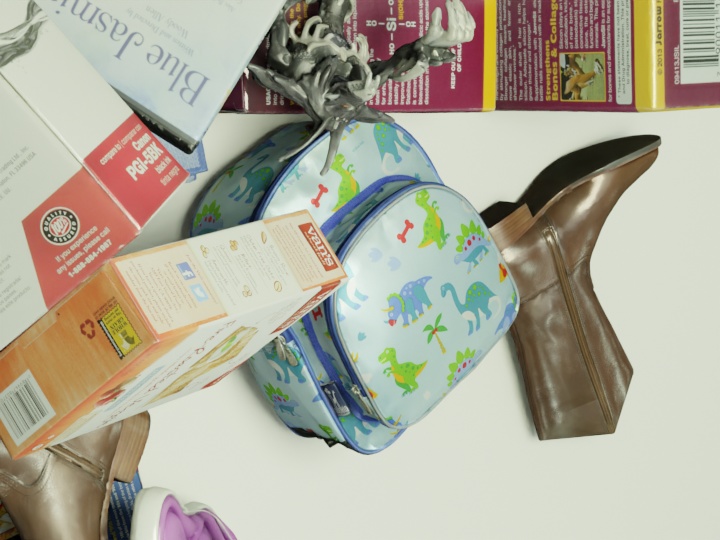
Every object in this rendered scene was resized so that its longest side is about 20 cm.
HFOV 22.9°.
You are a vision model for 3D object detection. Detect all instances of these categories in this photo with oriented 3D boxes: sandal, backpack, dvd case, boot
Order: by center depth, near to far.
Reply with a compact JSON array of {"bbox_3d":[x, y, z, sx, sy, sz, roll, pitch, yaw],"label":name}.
[{"bbox_3d":[-0.105,-0.183,0.992,0.142,0.018,0.201,32,72,-9],"label":"dvd case"},{"bbox_3d":[-0.236,0.123,1.044,0.200,0.064,0.187,30,63,-33],"label":"boot"},{"bbox_3d":[-0.102,0.187,1.140,0.203,0.050,0.083,53,40,-74],"label":"sandal"},{"bbox_3d":[0.000,0.000,1.198,0.183,0.147,0.200,-43,113,-25],"label":"backpack"},{"bbox_3d":[0.184,0.016,1.370,0.186,0.064,0.201,-30,108,-13],"label":"boot"}]

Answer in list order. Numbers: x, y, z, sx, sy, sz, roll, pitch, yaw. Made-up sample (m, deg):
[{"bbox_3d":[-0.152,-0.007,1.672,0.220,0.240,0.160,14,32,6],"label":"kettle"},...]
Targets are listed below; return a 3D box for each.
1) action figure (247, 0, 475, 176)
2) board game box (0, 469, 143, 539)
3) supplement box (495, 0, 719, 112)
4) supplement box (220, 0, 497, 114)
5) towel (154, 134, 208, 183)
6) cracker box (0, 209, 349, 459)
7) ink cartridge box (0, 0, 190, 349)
[{"bbox_3d":[-0.001,-0.161,1.073,0.118,0.102,0.201,14,79,-33],"label":"action figure"},{"bbox_3d":[-0.216,0.228,1.141,0.199,0.046,0.152,-23,108,-29],"label":"board game box"},{"bbox_3d":[0.176,-0.179,1.259,0.103,0.200,0.132,-7,100,-33],"label":"supplement box"},{"bbox_3d":[-0.019,-0.148,1.187,0.199,0.110,0.086,-4,97,-33],"label":"supplement box"},{"bbox_3d":[-0.188,-0.103,1.055,0.199,0.024,0.148,-17,102,-34],"label":"towel"},{"bbox_3d":[-0.113,0.034,1.042,0.058,0.134,0.200,57,32,9],"label":"cracker box"},{"bbox_3d":[-0.213,-0.071,0.932,0.200,0.147,0.083,49,27,-9],"label":"ink cartridge box"}]
